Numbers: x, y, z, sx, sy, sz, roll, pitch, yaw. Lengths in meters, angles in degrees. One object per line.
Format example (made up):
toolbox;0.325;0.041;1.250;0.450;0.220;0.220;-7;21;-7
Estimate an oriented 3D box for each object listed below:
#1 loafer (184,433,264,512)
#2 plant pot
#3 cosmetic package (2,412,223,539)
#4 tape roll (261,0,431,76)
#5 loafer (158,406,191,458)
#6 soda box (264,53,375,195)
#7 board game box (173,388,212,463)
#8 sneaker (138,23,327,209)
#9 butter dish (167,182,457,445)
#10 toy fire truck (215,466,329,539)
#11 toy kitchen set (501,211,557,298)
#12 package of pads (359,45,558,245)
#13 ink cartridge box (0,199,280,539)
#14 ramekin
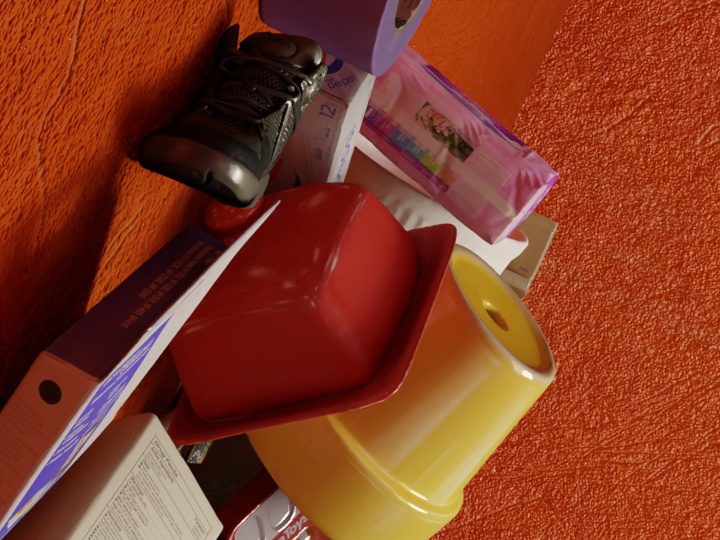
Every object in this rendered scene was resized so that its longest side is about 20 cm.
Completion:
loafer;-0.125;0.187;1.708;0.200;0.067;0.076;-50;163;0
plant pot;0.036;0.086;1.602;0.189;0.201;0.201;-39;-179;17
cosmetic package;-0.176;0.194;1.350;0.104;0.073;0.200;62;35;-23
tape roll;0.015;-0.236;1.411;0.200;0.085;0.201;25;90;-84
loafer;-0.167;0.200;1.641;0.201;0.068;0.076;-64;175;5
soda box;-0.044;-0.084;1.584;0.200;0.063;0.068;108;9;-48
board game box;-0.147;0.151;1.775;0.135;0.028;0.200;96;21;-65
sneaker;-0.075;-0.097;1.276;0.199;0.076;0.115;-22;135;-84
butter dish;-0.058;0.005;1.485;0.148;0.199;0.200;58;34;-28
toy fire truck;-0.092;0.243;1.649;0.200;0.112;0.168;-39;136;-32
toy kitchen set;0.073;-0.026;2.103;0.180;0.199;0.164;77;38;-79
package of pads;0.062;-0.111;1.721;0.076;0.200;0.120;-51;176;14
ink cartridge box;-0.144;0.050;1.205;0.200;0.043;0.198;-50;180;28
ramekin;0.035;-0.037;1.829;0.098;0.200;0.200;-58;174;10
